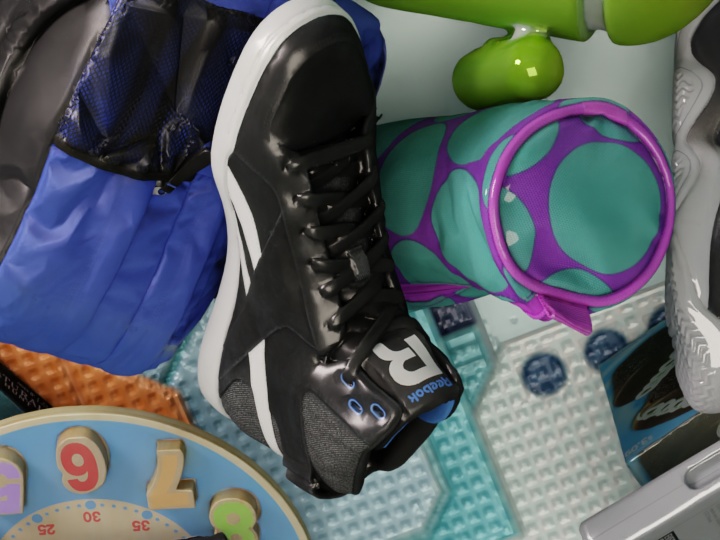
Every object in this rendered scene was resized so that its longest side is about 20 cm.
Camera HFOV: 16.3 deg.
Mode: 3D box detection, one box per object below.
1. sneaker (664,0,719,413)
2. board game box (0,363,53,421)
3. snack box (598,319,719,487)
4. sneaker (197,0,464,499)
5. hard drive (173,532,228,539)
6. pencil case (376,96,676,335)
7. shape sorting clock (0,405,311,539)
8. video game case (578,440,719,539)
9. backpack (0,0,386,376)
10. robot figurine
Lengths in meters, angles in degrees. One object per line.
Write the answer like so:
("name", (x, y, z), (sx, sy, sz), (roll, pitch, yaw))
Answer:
("sneaker", (0.184, -0.036, 1.039), (0.113, 0.076, 0.201), (2, 64, 7))
("board game box", (-0.255, 0.050, 1.135), (0.135, 0.028, 0.200), (-43, 108, 13))
("snack box", (0.197, 0.017, 1.083), (0.200, 0.116, 0.037), (-36, 106, 10))
("sneaker", (0.000, 0.000, 0.972), (0.112, 0.073, 0.201), (38, 137, 33))
("hard drive", (-0.146, 0.199, 1.102), (0.199, 0.038, 0.141), (-11, 114, -16))
("pencil case", (0.043, -0.020, 1.034), (0.085, 0.200, 0.093), (21, 78, -24))
("shape sorting clock", (-0.118, 0.146, 1.148), (0.199, 0.039, 0.201), (0, 127, 0))
("video game case", (0.194, 0.098, 1.079), (0.181, 0.200, 0.022), (-31, 62, 4))
("backpack", (-0.095, -0.057, 1.042), (0.167, 0.163, 0.201), (21, 105, -26))
("robot figurine", (0.067, -0.155, 1.018), (0.199, 0.116, 0.177), (11, 83, 13))
